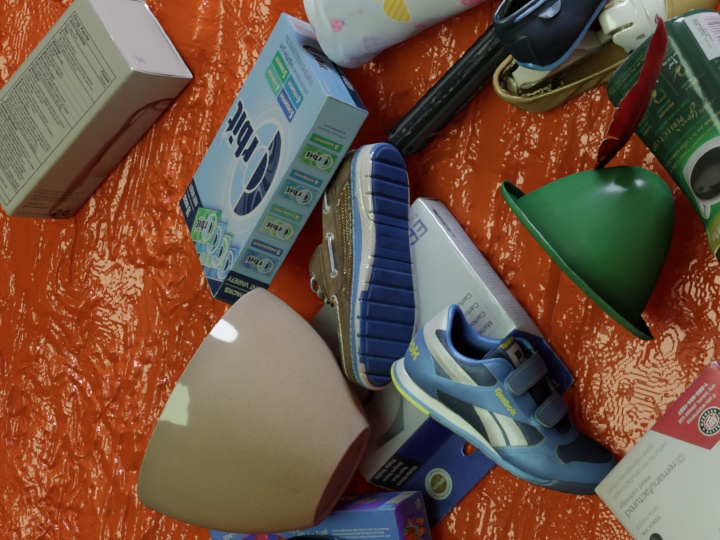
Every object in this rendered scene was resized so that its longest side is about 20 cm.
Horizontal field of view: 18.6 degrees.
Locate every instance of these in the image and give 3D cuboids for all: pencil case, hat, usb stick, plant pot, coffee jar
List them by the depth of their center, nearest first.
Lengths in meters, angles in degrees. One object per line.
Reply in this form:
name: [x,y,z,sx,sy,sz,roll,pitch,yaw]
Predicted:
coffee jar: [0.275,-0.088,1.628,0.104,0.085,0.201,-46,65,36]
hat: [0.218,-0.065,1.631,0.166,0.200,0.176,45,99,3]
usb stick: [0.095,-0.165,1.777,0.033,0.055,0.200,46,116,0]
plant pot: [-0.072,0.135,1.777,0.134,0.200,0.201,29,107,12]
pencil case: [0.050,-0.236,1.789,0.199,0.091,0.084,-23,94,34]

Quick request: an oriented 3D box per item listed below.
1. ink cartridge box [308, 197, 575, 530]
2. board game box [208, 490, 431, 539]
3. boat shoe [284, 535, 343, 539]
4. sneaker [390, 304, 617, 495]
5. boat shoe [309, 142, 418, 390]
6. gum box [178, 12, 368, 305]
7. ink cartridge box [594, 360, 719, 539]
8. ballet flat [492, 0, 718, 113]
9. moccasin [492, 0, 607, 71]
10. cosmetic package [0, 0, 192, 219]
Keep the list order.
ink cartridge box: [0.051,0.079,1.812,0.200,0.040,0.200,-49,64,25]
board game box: [-0.028,0.260,1.846,0.199,0.045,0.135,-6,100,35]
boat shoe: [0.000,0.268,1.759,0.199,0.069,0.085,17,112,29]
sneaker: [0.121,0.103,1.718,0.199,0.074,0.083,32,111,9]
boat shoe: [0.000,0.000,1.789,0.072,0.072,0.202,-8,73,40]
gum box: [-0.078,-0.093,1.853,0.201,0.044,0.170,-60,27,20]
ink cartridge box: [0.294,0.186,1.615,0.147,0.083,0.200,-51,63,23]
ballet flat: [0.188,-0.178,1.705,0.199,0.063,0.069,-31,73,30]
moccasin: [0.169,-0.248,1.674,0.080,0.068,0.201,8,66,51]
cosmetic package: [-0.259,-0.148,2.004,0.200,0.087,0.104,-44,65,28]
